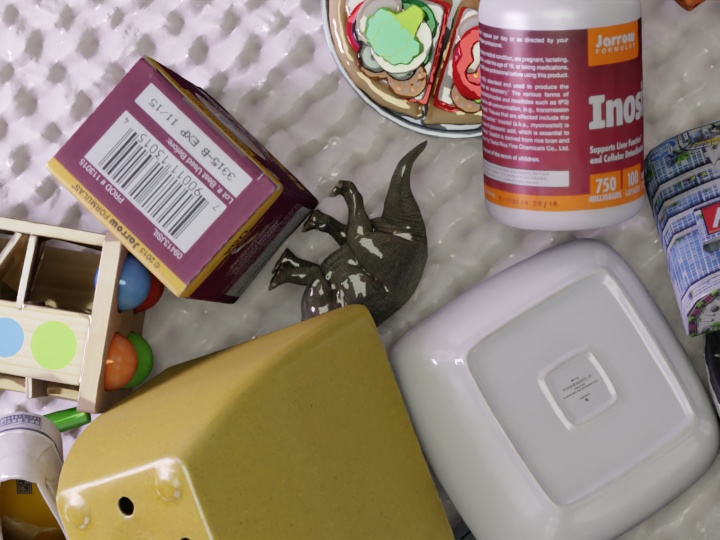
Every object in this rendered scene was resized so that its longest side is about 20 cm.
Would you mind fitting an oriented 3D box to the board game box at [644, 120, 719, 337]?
[{"bbox_3d":[0.301,-0.034,1.622,0.198,0.062,0.201,-16,45,6],"label":"board game box"}]

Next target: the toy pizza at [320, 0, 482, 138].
[{"bbox_3d":[0.069,-0.195,1.722,0.198,0.032,0.202,0,89,6],"label":"toy pizza"}]

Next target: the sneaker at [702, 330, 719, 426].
[{"bbox_3d":[0.274,0.112,1.668,0.071,0.083,0.201,-3,58,-1],"label":"sneaker"}]

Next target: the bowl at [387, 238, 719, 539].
[{"bbox_3d":[0.142,0.087,1.656,0.199,0.075,0.201,-29,84,-18],"label":"bowl"}]

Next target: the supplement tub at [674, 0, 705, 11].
[{"bbox_3d":[0.270,-0.278,1.656,0.200,0.123,0.123,-40,85,3],"label":"supplement tub"}]

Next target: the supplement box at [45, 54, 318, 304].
[{"bbox_3d":[-0.117,-0.058,1.656,0.131,0.200,0.103,43,93,5],"label":"supplement box"}]

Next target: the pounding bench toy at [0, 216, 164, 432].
[{"bbox_3d":[-0.228,0.065,1.705,0.155,0.124,0.202,10,90,6],"label":"pounding bench toy"}]

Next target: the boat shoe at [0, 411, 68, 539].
[{"bbox_3d":[-0.224,0.191,1.676,0.070,0.070,0.201,-1,132,-1],"label":"boat shoe"}]

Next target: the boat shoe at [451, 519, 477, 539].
[{"bbox_3d":[0.060,0.230,1.694,0.199,0.074,0.067,-34,108,3],"label":"boat shoe"}]

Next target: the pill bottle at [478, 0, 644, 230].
[{"bbox_3d":[0.137,-0.136,1.651,0.112,0.113,0.202,-1,105,6],"label":"pill bottle"}]

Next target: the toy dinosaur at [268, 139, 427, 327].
[{"bbox_3d":[0.000,0.000,1.717,0.102,0.077,0.201,35,88,-6],"label":"toy dinosaur"}]

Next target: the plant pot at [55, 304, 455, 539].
[{"bbox_3d":[-0.088,0.160,1.609,0.195,0.200,0.196,-19,93,35],"label":"plant pot"}]
